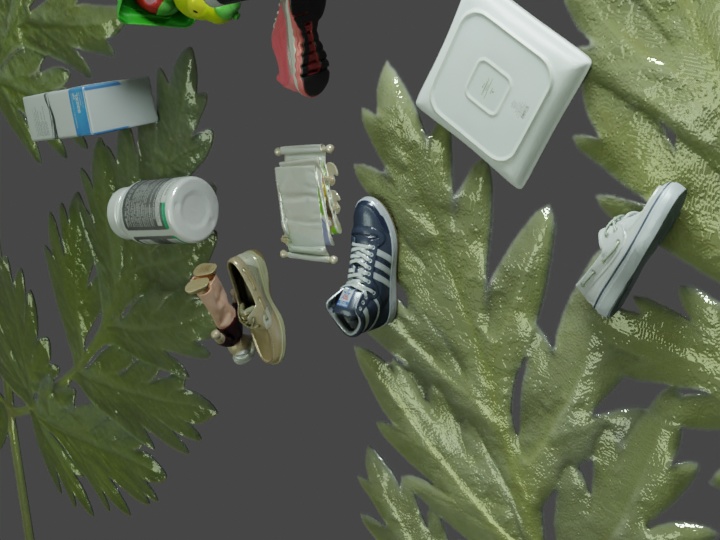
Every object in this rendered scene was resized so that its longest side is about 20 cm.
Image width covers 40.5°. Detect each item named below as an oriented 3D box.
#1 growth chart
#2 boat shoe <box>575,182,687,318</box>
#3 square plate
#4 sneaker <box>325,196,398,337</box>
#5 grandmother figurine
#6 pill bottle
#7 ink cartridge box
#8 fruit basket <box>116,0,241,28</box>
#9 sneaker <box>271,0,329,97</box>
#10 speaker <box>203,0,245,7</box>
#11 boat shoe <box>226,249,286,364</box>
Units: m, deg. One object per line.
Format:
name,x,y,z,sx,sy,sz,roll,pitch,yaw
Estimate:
growth chart,-0.082,-0.103,1.531,0.143,0.018,0.203,13,115,38
boat shoe,0.312,-0.031,1.160,0.067,0.073,0.202,38,129,21
square plate,0.169,-0.236,1.240,0.198,0.028,0.201,43,131,22
sneaker,0.000,0.000,1.434,0.069,0.108,0.203,9,113,39
grandmother figurine,-0.232,0.081,1.679,0.060,0.122,0.202,1,132,29
pill bottle,-0.350,-0.103,1.709,0.198,0.113,0.115,1,108,42
ink cartridge box,-0.480,-0.286,1.731,0.198,0.144,0.085,2,108,42
fruit basket,-0.277,-0.451,1.492,0.214,0.154,0.219,10,103,54
sneaker,-0.101,-0.353,1.409,0.086,0.073,0.203,16,117,39
speaker,-0.120,-0.413,1.312,0.197,0.081,0.082,-6,104,20
boat shoe,-0.181,0.069,1.657,0.071,0.065,0.203,-1,106,42
